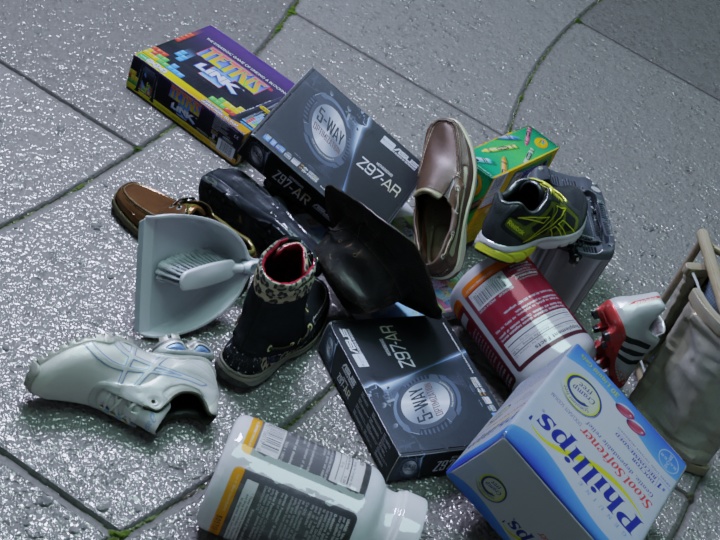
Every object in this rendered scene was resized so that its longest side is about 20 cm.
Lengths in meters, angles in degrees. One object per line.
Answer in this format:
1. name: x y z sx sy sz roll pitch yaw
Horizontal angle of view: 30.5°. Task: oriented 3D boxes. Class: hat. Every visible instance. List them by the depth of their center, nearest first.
1. hat: 0.000 0.000 1.495 0.081 0.201 0.201 -39 65 -16

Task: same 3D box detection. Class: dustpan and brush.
1. dustpan and brush: -0.150 -0.003 1.451 0.057 0.140 0.200 22 25 38

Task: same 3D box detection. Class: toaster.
1. toaster: 0.252 -0.029 1.701 0.113 0.130 0.200 13 38 -13

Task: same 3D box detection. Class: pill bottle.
1. pill bottle: -0.045 0.224 1.249 0.199 0.117 0.117 23 37 -2
2. pill bottle: 0.201 0.081 1.546 0.113 0.113 0.200 -15 60 -39

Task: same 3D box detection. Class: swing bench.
1. swing bench: 0.406 0.097 1.574 0.129 0.199 0.200 25 36 3

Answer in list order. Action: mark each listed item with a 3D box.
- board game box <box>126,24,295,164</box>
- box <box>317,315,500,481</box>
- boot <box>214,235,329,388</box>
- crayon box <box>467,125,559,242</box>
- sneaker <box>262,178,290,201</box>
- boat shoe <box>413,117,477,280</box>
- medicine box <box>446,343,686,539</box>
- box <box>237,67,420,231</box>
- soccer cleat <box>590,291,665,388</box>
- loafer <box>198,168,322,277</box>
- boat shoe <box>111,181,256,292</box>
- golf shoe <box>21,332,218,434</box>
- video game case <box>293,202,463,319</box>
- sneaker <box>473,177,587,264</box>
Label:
1. board game box: -0.187 -0.241 1.783 0.200 0.057 0.165 36 40 15
2. box: 0.062 0.137 1.469 0.160 0.044 0.200 -1 44 -30
3. boot: -0.073 0.025 1.441 0.073 0.154 0.204 32 37 11
4. crayon box: 0.176 -0.113 1.753 0.058 0.119 0.200 39 33 18
5. sneaker: -0.041 -0.121 1.708 0.090 0.067 0.200 38 37 21
6. boat shoe: 0.099 -0.093 1.614 0.074 0.203 0.075 -5 -11 26
7. medicine box: 0.218 0.209 1.377 0.182 0.103 0.200 48 40 2
8. box: -0.031 -0.136 1.641 0.200 0.044 0.160 41 48 -4
9. soccer cleat: 0.316 0.084 1.554 0.085 0.200 0.069 -19 61 -1
10. loafer: -0.110 -0.063 1.598 0.200 0.068 0.070 38 47 24
11. boat shoe: -0.201 -0.055 1.540 0.200 0.068 0.072 33 38 12
12. golf shoe: -0.231 0.118 1.315 0.199 0.078 0.097 -2 50 -28
13. video game case: 0.035 -0.008 1.648 0.181 0.022 0.200 -8 48 -35
14. sneaker: 0.214 -0.071 1.555 0.074 0.085 0.200 31 36 26
